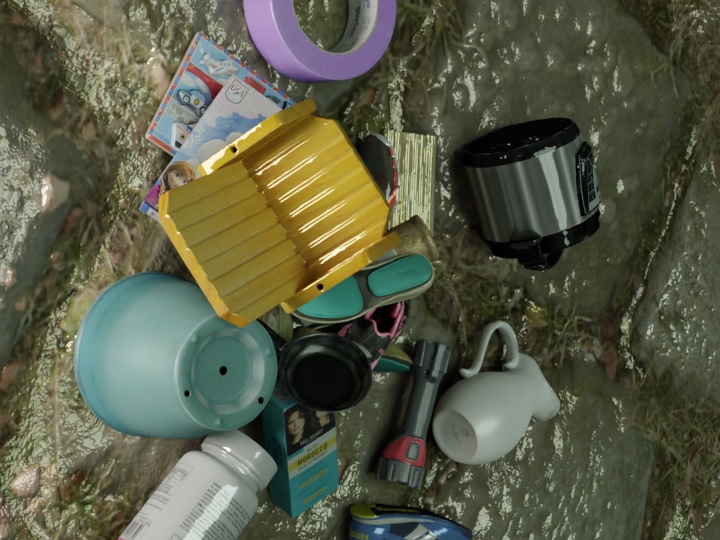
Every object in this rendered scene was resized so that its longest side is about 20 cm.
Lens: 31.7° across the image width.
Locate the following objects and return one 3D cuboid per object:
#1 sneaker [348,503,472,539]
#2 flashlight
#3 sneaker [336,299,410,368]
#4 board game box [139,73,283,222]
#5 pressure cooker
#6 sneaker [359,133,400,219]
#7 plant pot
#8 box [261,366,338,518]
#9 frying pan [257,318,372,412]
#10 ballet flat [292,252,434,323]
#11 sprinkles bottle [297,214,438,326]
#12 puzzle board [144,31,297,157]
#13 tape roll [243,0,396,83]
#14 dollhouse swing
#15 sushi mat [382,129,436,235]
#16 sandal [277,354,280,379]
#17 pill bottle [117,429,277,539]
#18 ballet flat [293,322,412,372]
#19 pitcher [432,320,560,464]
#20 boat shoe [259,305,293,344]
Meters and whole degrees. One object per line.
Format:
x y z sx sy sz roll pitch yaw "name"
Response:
0.065 0.372 1.759 0.199 0.074 0.083 11 88 -30 "sneaker"
0.075 0.198 1.757 0.068 0.067 0.201 34 68 -64 "flashlight"
0.034 0.051 1.656 0.079 0.095 0.200 35 38 -5 "sneaker"
-0.129 -0.100 1.535 0.200 0.043 0.199 34 70 -9 "board game box"
0.250 -0.103 1.810 0.175 0.179 0.201 -22 106 -19 "pressure cooker"
-0.003 -0.085 1.679 0.082 0.077 0.201 7 88 -31 "sneaker"
-0.200 0.105 1.465 0.199 0.188 0.201 -2 93 -37 "plant pot"
-0.075 0.215 1.601 0.082 0.049 0.201 -30 137 -30 "box"
-0.079 0.116 1.523 0.189 0.031 0.115 14 50 -1 "frying pan"
-0.004 0.027 1.565 0.199 0.069 0.070 -11 100 -21 "ballet flat"
0.000 0.000 1.633 0.199 0.068 0.068 -26 110 -4 "sprinkles bottle"
-0.158 -0.181 1.589 0.200 0.017 0.151 33 73 -33 "puzzle board"
-0.050 -0.344 1.632 0.200 0.066 0.201 -3 95 -37 "tape roll"
-0.090 -0.062 1.413 0.200 0.181 0.176 58 19 0 "dollhouse swing"
0.066 -0.093 1.767 0.095 0.012 0.201 0 92 -38 "sushi mat"
-0.104 0.152 1.618 0.080 0.054 0.200 -59 144 -16 "sandal"
-0.195 0.291 1.526 0.200 0.113 0.113 -52 120 -23 "pill bottle"
-0.010 0.100 1.691 0.199 0.071 0.071 5 90 -38 "ballet flat"
0.183 0.175 1.819 0.200 0.121 0.172 -26 91 -45 "pitcher"
-0.130 0.013 1.585 0.063 0.073 0.201 -18 105 -35 "boat shoe"
